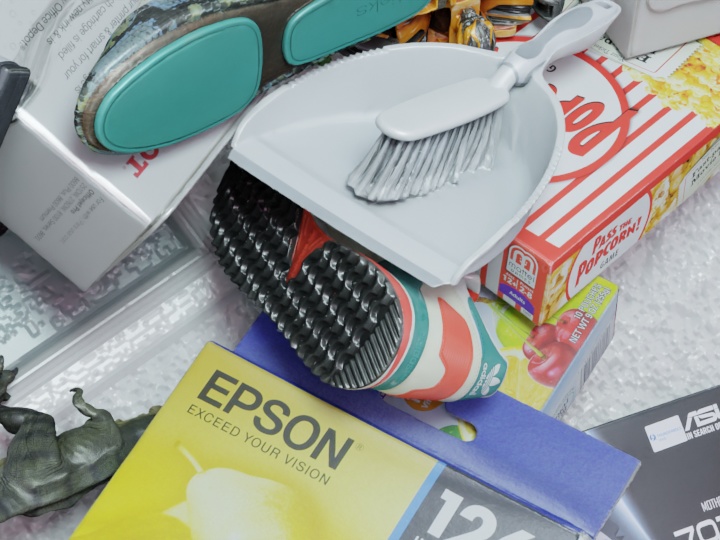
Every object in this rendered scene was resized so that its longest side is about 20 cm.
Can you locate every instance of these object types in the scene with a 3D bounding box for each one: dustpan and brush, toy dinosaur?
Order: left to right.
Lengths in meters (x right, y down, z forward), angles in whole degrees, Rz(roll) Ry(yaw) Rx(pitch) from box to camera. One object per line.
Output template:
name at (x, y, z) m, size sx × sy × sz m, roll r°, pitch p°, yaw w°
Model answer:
toy dinosaur at (-0.164, 0.092, 0.986) m, size 0.088 × 0.047 × 0.200 m, roll 31°, pitch 45°, yaw 32°
dustpan and brush at (0.055, -0.077, 0.980) m, size 0.140 × 0.057 × 0.200 m, roll 33°, pitch 39°, yaw 29°

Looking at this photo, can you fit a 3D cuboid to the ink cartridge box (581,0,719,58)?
ink cartridge box at (0.160, -0.237, 1.077) m, size 0.147 × 0.145 × 0.200 m, roll -18°, pitch 52°, yaw -18°

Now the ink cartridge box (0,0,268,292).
ink cartridge box at (-0.150, -0.112, 0.984) m, size 0.200 × 0.084 × 0.145 m, roll 41°, pitch 52°, yaw -7°

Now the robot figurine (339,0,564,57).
robot figurine at (0.016, -0.180, 1.075) m, size 0.145 × 0.058 × 0.200 m, roll -20°, pitch 51°, yaw -18°

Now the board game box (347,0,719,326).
board game box at (0.096, -0.078, 1.059) m, size 0.151 × 0.046 × 0.200 m, roll 35°, pitch 55°, yaw 24°

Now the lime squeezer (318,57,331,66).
lime squeezer at (-0.101, -0.167, 1.091) m, size 0.200 × 0.038 × 0.071 m, roll 16°, pitch 72°, yaw -10°

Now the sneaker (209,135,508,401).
sneaker at (0.000, 0.000, 0.994) m, size 0.093 × 0.200 × 0.070 m, roll 19°, pitch 110°, yaw -35°

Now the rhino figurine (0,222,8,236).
rhino figurine at (-0.215, -0.102, 1.035) m, size 0.087 × 0.060 × 0.200 m, roll -22°, pitch 80°, yaw -15°

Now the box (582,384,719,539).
box at (0.136, 0.156, 1.056) m, size 0.200 × 0.044 × 0.160 m, roll -16°, pitch 80°, yaw -17°

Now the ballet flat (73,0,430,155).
ballet flat at (-0.057, -0.111, 0.952) m, size 0.200 × 0.074 × 0.074 m, roll -26°, pitch 82°, yaw -32°

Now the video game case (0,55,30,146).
video game case at (-0.258, -0.033, 0.907) m, size 0.181 × 0.026 × 0.200 m, roll 26°, pitch 100°, yaw 11°

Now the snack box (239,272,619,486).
snack box at (0.015, 0.063, 1.017) m, size 0.142 × 0.053 × 0.200 m, roll 26°, pitch 63°, yaw 19°

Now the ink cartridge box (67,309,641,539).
ink cartridge box at (-0.008, 0.114, 0.933) m, size 0.198 × 0.047 × 0.200 m, roll 25°, pitch 68°, yaw 18°
